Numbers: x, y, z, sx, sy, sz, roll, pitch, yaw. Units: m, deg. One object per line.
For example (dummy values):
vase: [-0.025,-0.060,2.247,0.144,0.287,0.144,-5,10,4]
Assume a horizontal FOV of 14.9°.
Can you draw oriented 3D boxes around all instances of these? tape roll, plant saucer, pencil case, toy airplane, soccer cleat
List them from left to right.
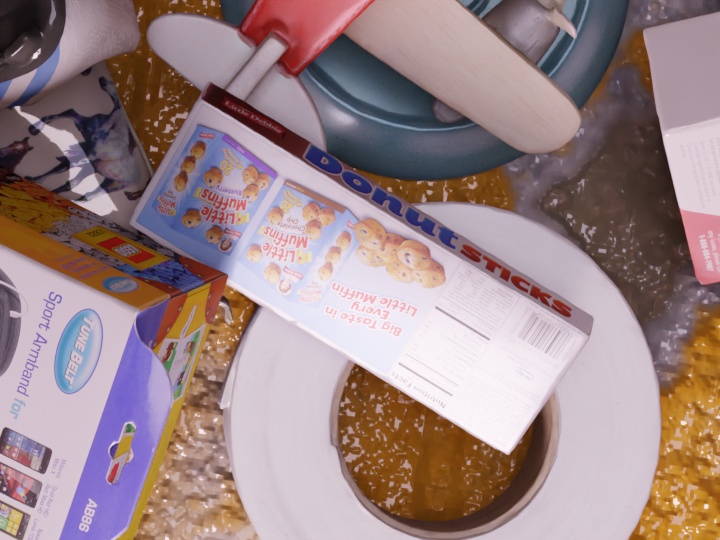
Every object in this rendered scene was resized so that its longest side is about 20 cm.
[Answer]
soccer cleat: [-0.184,-0.085,1.197,0.199,0.086,0.070,-13,81,31]
pencil case: [-0.133,-0.051,1.262,0.089,0.078,0.201,-26,90,11]
toy airplane: [-0.002,-0.146,1.231,0.197,0.141,0.201,-1,117,16]
plant saucer: [0.031,-0.144,1.302,0.198,0.027,0.202,0,88,-4]
tape roll: [0.035,0.069,1.274,0.201,0.071,0.204,0,89,-4]

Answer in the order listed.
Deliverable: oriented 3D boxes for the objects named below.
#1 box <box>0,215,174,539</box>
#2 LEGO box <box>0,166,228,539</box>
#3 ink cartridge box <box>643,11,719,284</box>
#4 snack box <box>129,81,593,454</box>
box: [-0.168,0.035,1.143,0.199,0.041,0.120,25,106,12]
LEGO box: [-0.166,0.066,1.210,0.148,0.077,0.201,25,107,14]
ink cartridge box: [0.237,-0.072,1.244,0.198,0.117,0.068,-12,51,8]
snack box: [0.000,0.000,1.211,0.199,0.024,0.072,31,117,-3]
